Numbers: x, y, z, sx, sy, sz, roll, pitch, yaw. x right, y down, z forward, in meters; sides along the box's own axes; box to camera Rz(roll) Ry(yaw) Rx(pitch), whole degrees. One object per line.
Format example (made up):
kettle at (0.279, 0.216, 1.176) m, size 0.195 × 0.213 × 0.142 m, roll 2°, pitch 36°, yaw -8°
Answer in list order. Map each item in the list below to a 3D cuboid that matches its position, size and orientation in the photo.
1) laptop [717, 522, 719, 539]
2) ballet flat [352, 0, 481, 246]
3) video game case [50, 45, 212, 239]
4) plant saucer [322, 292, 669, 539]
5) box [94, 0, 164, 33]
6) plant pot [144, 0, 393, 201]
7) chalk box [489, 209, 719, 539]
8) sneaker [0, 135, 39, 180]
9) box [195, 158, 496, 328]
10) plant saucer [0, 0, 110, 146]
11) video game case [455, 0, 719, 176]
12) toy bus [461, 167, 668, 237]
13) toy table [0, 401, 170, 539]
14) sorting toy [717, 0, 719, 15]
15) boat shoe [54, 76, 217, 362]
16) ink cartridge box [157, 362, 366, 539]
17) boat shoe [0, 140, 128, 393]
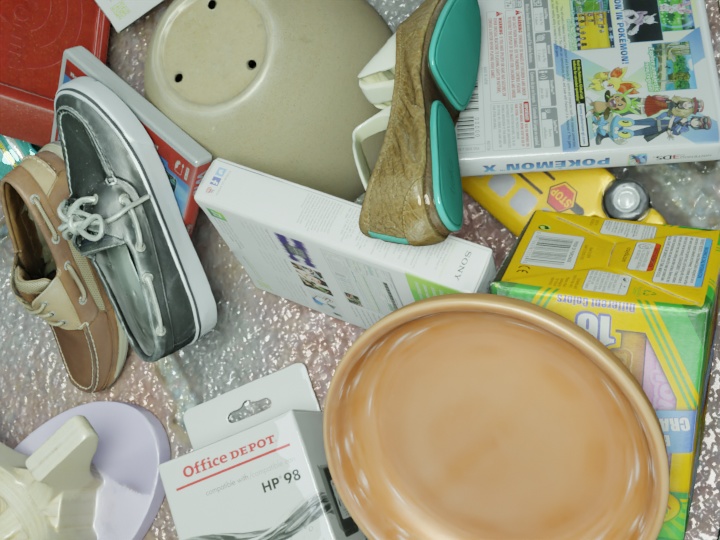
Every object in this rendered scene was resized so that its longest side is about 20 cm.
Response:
laptop at (0.276, 0.265, 0.645) m, size 0.176 × 0.103 × 0.201 m, roll 15°, pitch 87°, yaw 19°
ballet flat at (0.031, -0.098, 0.685) m, size 0.072 × 0.068 × 0.201 m, roll -9°, pitch 55°, yaw 25°
video game case at (-0.183, -0.046, 0.830) m, size 0.143 × 0.017 × 0.200 m, roll 40°, pitch 133°, yaw 20°
plant saucer at (0.076, 0.102, 0.633) m, size 0.199 × 0.037 × 0.201 m, roll 9°, pitch 117°, yaw 19°
box at (-0.148, -0.297, 0.842) m, size 0.200 × 0.145 × 0.036 m, roll -34°, pitch 35°, yaw 2°
plant pot at (-0.079, -0.142, 0.809) m, size 0.199 × 0.134 × 0.201 m, roll -3°, pitch 80°, yaw 18°
chalk box at (0.151, 0.081, 0.686) m, size 0.123 × 0.124 × 0.201 m, roll 6°, pitch 116°, yaw 19°
sneaker at (-0.293, -0.160, 0.929) m, size 0.079 × 0.078 × 0.201 m, roll -8°, pitch 84°, yaw -2°
box at (0.000, 0.000, 0.748) m, size 0.199 × 0.144 × 0.036 m, roll 21°, pitch 71°, yaw 21°
plant saucer at (-0.264, -0.205, 0.846) m, size 0.037 × 0.200 × 0.201 m, roll -1°, pitch 81°, yaw 38°
video game case at (0.140, -0.154, 0.745) m, size 0.181 × 0.022 × 0.201 m, roll -3°, pitch 59°, yaw 8°
toy bus at (0.118, -0.066, 0.768) m, size 0.200 × 0.065 × 0.078 m, roll 43°, pitch 96°, yaw 19°
toy table at (-0.244, 0.180, 0.827) m, size 0.184 × 0.117 × 0.200 m, roll 37°, pitch 94°, yaw 20°
sorting toy at (0.330, -0.232, 0.719) m, size 0.199 × 0.070 × 0.200 m, roll -9°, pitch 79°, yaw 17°
boat shoe at (-0.171, -0.033, 0.763) m, size 0.073 × 0.068 × 0.200 m, roll -9°, pitch 106°, yaw 45°
ink cartridge box at (-0.068, 0.175, 0.793) m, size 0.115 × 0.067 × 0.201 m, roll -24°, pitch 75°, yaw 15°
boat shoe at (-0.229, 0.006, 0.833) m, size 0.075 × 0.072 × 0.201 m, roll 11°, pitch 119°, yaw 37°
